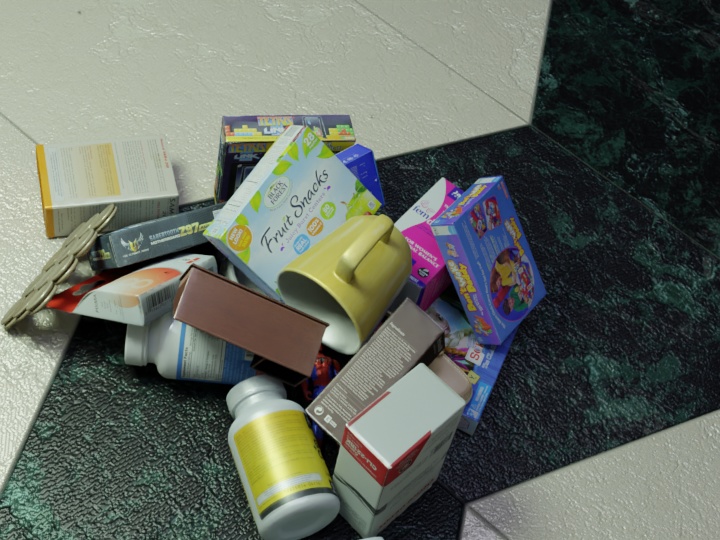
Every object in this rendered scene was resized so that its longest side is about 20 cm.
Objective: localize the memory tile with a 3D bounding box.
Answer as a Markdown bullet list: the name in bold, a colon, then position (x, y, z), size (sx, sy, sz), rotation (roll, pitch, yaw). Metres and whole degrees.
- **memory tile**: position (-0.416, -0.005, 1.579), size (0.017, 0.153, 0.201), rotation (44, 54, -19)

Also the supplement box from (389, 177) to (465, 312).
- **supplement box**: position (0.096, -0.028, 1.683), size (0.101, 0.104, 0.200), rotation (34, 52, 15)

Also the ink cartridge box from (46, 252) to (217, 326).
- **ink cartridge box**: position (-0.319, 0.013, 1.560), size (0.198, 0.051, 0.162), rotation (11, 25, 30)

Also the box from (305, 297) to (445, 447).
- **box**: position (0.023, 0.141, 1.499), size (0.075, 0.100, 0.200), rotation (39, 81, 14)

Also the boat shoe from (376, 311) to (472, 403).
- **boat shoe**: position (0.072, 0.118, 1.588), size (0.199, 0.070, 0.074), rotation (32, 55, 11)

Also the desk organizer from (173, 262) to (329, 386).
- **desk organizer**: position (-0.149, 0.073, 1.478), size (0.198, 0.072, 0.078), rotation (25, 66, -14)

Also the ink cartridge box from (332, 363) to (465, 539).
- **ink cartridge box**: position (0.043, 0.237, 1.467), size (0.084, 0.201, 0.144), rotation (40, 56, 22)

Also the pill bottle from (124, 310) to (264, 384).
- **pill bottle**: position (-0.219, 0.096, 1.565), size (0.197, 0.113, 0.113), rotation (7, 53, -7)

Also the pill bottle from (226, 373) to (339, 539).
- **pill bottle**: position (-0.108, 0.241, 1.483), size (0.111, 0.113, 0.202), rotation (-12, 58, -20)

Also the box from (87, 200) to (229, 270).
- **box**: position (-0.281, -0.050, 1.630), size (0.198, 0.157, 0.052), rotation (-17, 95, -25)

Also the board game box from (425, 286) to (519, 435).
- **board game box**: position (0.112, 0.112, 1.671), size (0.197, 0.041, 0.201), rotation (24, 52, 6)

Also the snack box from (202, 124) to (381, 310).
- **snack box**: position (-0.092, -0.071, 1.577), size (0.169, 0.067, 0.201), rotation (45, 73, -27)

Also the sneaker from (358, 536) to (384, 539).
- **sneaker**: position (-0.051, 0.396, 1.418), size (0.198, 0.073, 0.071), rotation (-21, 70, -15)

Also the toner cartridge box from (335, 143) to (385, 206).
- **toner cartridge box**: position (-0.061, -0.099, 1.666), size (0.199, 0.096, 0.043), rotation (-29, 35, -24)

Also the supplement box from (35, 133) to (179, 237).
- **supplement box**: position (-0.381, -0.129, 1.717), size (0.197, 0.074, 0.127), rotation (-6, 55, -17)

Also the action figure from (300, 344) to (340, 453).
- **action figure**: position (-0.049, 0.178, 1.586), size (0.064, 0.052, 0.202), rotation (-3, 53, -9)

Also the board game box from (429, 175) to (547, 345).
- **board game box**: position (0.188, -0.015, 1.646), size (0.044, 0.202, 0.134), rotation (-1, 31, 45)

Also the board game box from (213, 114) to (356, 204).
- **board game box**: position (-0.119, -0.162, 1.742), size (0.197, 0.166, 0.057), rotation (-2, 53, -15)

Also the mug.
- **mug**: position (0.002, 0.007, 1.510), size (0.153, 0.186, 0.150), rotation (-45, 113, -26)

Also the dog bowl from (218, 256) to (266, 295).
- **dog bowl**: position (-0.113, 0.010, 1.686), size (0.197, 0.059, 0.202), rotation (7, 53, -9)
